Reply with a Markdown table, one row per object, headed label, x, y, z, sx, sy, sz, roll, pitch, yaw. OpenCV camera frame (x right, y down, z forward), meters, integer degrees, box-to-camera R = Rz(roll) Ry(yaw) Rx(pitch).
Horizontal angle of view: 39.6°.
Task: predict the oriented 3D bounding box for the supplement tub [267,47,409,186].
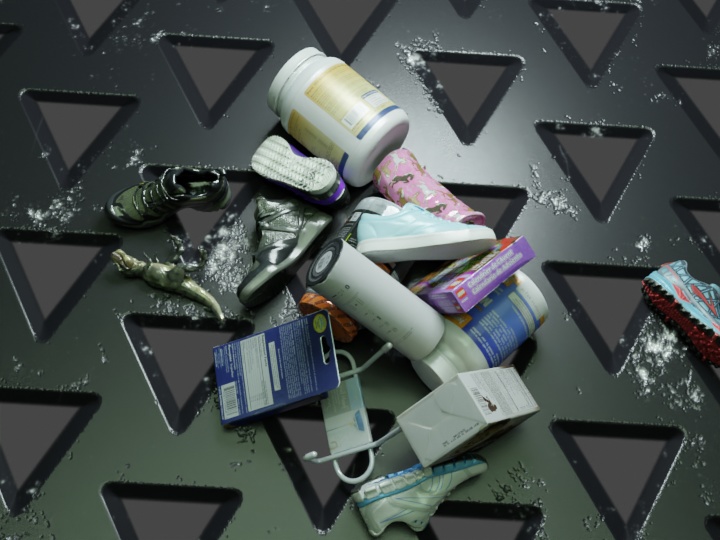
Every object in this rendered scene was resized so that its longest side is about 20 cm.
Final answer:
| label | x | y | z | sx | sy | sz | roll | pitch | yaw |
| --- | --- | --- | --- | --- | --- | --- | --- | --- | --- |
| supplement tub | -0.037 | -0.246 | 1.586 | 0.200 | 0.145 | 0.144 | 41 | 71 | 14 |

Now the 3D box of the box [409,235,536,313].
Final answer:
| label | x | y | z | sx | sy | sz | roll | pitch | yaw |
| --- | --- | --- | --- | --- | --- | --- | --- | --- | --- |
| box | 0.154 | 0.009 | 1.459 | 0.137 | 0.200 | 0.039 | -38 | 98 | -16 |

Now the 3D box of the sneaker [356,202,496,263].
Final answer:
| label | x | y | z | sx | sy | sz | roll | pitch | yaw |
| --- | --- | --- | --- | --- | --- | --- | --- | --- | --- |
| sneaker | 0.091 | -0.061 | 1.415 | 0.198 | 0.074 | 0.083 | -3 | 72 | 1 |

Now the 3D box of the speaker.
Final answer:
| label | x | y | z | sx | sy | sz | roll | pitch | yaw |
| --- | --- | --- | --- | --- | --- | --- | --- | --- | --- |
| speaker | 0.023 | 0.043 | 1.391 | 0.200 | 0.081 | 0.082 | 36 | 66 | -23 |

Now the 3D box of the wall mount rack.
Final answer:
| label | x | y | z | sx | sy | sz | roll | pitch | yaw |
| --- | --- | --- | --- | --- | --- | --- | --- | --- | --- |
| wall mount rack | -0.009 | 0.192 | 1.417 | 0.173 | 0.075 | 0.201 | -20 | 67 | 18 |

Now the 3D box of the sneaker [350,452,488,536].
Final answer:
| label | x | y | z | sx | sy | sz | roll | pitch | yaw |
| --- | --- | --- | --- | --- | --- | --- | --- | --- | --- |
| sneaker | 0.090 | 0.316 | 1.404 | 0.199 | 0.075 | 0.087 | -17 | 88 | -10 |

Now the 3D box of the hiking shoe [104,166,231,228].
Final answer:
| label | x | y | z | sx | sy | sz | roll | pitch | yaw |
| --- | --- | --- | --- | --- | --- | --- | --- | --- | --- |
| hiking shoe | -0.302 | -0.126 | 1.548 | 0.199 | 0.101 | 0.076 | -14 | 67 | -8 |

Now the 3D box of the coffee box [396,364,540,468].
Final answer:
| label | x | y | z | sx | sy | sz | roll | pitch | yaw |
| --- | --- | --- | --- | --- | --- | --- | --- | --- | --- |
| coffee box | 0.151 | 0.195 | 1.365 | 0.113 | 0.200 | 0.080 | -39 | 71 | 22 |

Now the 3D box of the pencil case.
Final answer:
| label | x | y | z | sx | sy | sz | roll | pitch | yaw |
| --- | --- | --- | --- | --- | --- | --- | --- | --- | --- |
| pencil case | 0.105 | -0.106 | 1.537 | 0.086 | 0.083 | 0.200 | -36 | 53 | -9 |

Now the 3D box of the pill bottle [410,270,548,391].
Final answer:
| label | x | y | z | sx | sy | sz | roll | pitch | yaw |
| --- | --- | --- | --- | --- | --- | --- | --- | --- | --- |
| pill bottle | 0.171 | 0.093 | 1.469 | 0.200 | 0.112 | 0.112 | -40 | 74 | -17 |

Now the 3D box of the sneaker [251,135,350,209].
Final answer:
| label | x | y | z | sx | sy | sz | roll | pitch | yaw |
| --- | --- | --- | --- | --- | --- | --- | --- | --- | --- |
| sneaker | -0.091 | -0.143 | 1.580 | 0.200 | 0.099 | 0.070 | 31 | 83 | 42 |

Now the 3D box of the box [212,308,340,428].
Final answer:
| label | x | y | z | sx | sy | sz | roll | pitch | yaw |
| --- | --- | --- | --- | --- | --- | --- | --- | --- | --- |
| box | -0.117 | 0.141 | 1.433 | 0.199 | 0.032 | 0.122 | -20 | 65 | 22 |

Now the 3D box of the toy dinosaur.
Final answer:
| label | x | y | z | sx | sy | sz | roll | pitch | yaw |
| --- | --- | --- | --- | --- | --- | --- | --- | --- | --- |
| toy dinosaur | -0.278 | -0.001 | 1.528 | 0.199 | 0.047 | 0.089 | 25 | 83 | 8 |

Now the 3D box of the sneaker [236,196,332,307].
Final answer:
| label | x | y | z | sx | sy | sz | roll | pitch | yaw |
| --- | --- | --- | --- | --- | --- | --- | --- | --- | --- |
| sneaker | -0.142 | -0.037 | 1.533 | 0.114 | 0.076 | 0.200 | 33 | 67 | 13 |

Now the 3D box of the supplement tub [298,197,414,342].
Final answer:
| label | x | y | z | sx | sy | sz | roll | pitch | yaw |
| --- | --- | --- | --- | --- | --- | --- | --- | --- | --- |
| supplement tub | 0.000 | 0.000 | 1.496 | 0.122 | 0.123 | 0.200 | 31 | 69 | 11 |

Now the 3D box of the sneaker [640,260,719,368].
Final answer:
| label | x | y | z | sx | sy | sz | roll | pitch | yaw |
| --- | --- | --- | --- | --- | --- | --- | --- | --- | --- |
| sneaker | 0.527 | 0.062 | 1.516 | 0.095 | 0.079 | 0.200 | -36 | 73 | -18 |
